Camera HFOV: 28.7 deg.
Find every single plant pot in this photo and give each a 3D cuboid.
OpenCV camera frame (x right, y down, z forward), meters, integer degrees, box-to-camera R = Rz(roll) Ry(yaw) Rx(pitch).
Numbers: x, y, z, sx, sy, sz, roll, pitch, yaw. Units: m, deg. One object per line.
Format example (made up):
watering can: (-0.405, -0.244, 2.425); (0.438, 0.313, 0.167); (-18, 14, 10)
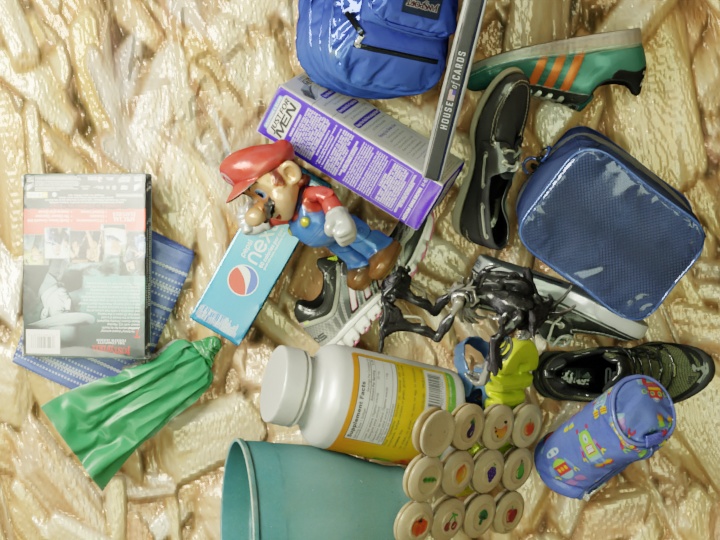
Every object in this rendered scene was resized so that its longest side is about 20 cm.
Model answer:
plant pot: (-0.042, 0.278, 1.502); (0.187, 0.200, 0.201); (1, 95, -16)

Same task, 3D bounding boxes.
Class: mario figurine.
mario figurine: (-0.064, -0.045, 1.435); (0.200, 0.106, 0.123); (37, 118, -11)

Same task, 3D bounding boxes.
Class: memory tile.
memory tile: (0.118, 0.212, 1.480); (0.200, 0.017, 0.154); (3, 102, -44)

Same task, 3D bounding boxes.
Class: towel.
towel: (-0.285, 0.039, 1.562); (0.145, 0.024, 0.200); (24, 96, -4)

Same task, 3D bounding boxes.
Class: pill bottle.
pill bottle: (0.000, 0.140, 1.493); (0.200, 0.111, 0.111); (14, 95, -19)

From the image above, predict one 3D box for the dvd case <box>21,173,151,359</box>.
dvd case: (-0.297, -0.005, 1.525); (0.146, 0.022, 0.201); (0, 89, 12)

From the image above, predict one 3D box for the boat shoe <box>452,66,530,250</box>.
boat shoe: (0.153, -0.115, 1.493); (0.073, 0.063, 0.200); (-10, 124, -39)

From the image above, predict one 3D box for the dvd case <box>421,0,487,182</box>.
dvd case: (0.101, -0.206, 1.425); (0.025, 0.150, 0.200); (15, 113, 2)

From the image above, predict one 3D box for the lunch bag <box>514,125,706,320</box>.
lunch bag: (0.255, -0.058, 1.498); (0.200, 0.132, 0.136); (37, 106, -6)

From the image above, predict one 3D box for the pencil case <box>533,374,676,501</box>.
pencil case: (0.256, 0.182, 1.486); (0.078, 0.200, 0.087); (-14, 70, -25)

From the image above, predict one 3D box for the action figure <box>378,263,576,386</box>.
action figure: (0.119, 0.049, 1.467); (0.199, 0.119, 0.102); (3, 131, 0)

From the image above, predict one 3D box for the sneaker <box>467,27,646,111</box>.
sneaker: (0.209, -0.206, 1.515); (0.199, 0.071, 0.080); (-10, 97, 4)

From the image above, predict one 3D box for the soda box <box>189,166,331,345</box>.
soda box: (-0.107, -0.022, 1.531); (0.064, 0.068, 0.200); (31, 94, -1)

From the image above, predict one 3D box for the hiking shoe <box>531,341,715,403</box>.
hiking shoe: (0.290, 0.117, 1.523); (0.199, 0.101, 0.076); (-4, 89, 0)

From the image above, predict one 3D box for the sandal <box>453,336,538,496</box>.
sandal: (0.129, 0.153, 1.549); (0.087, 0.079, 0.200); (29, 107, 38)

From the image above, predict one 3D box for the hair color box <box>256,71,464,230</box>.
hair color box: (0.002, -0.131, 1.486); (0.200, 0.109, 0.065); (33, 114, 4)

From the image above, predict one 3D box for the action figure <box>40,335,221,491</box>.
action figure: (-0.234, 0.135, 1.543); (0.200, 0.055, 0.118); (-34, 112, -10)

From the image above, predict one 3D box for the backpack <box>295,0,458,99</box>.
backpack: (0.019, -0.277, 1.442); (0.162, 0.168, 0.201); (8, 95, -23)

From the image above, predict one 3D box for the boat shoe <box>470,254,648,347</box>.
boat shoe: (0.211, 0.047, 1.534); (0.199, 0.074, 0.068); (19, 101, 1)

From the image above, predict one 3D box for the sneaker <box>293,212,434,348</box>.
sneaker: (0.000, 0.000, 1.529); (0.087, 0.074, 0.200); (37, 98, -9)
